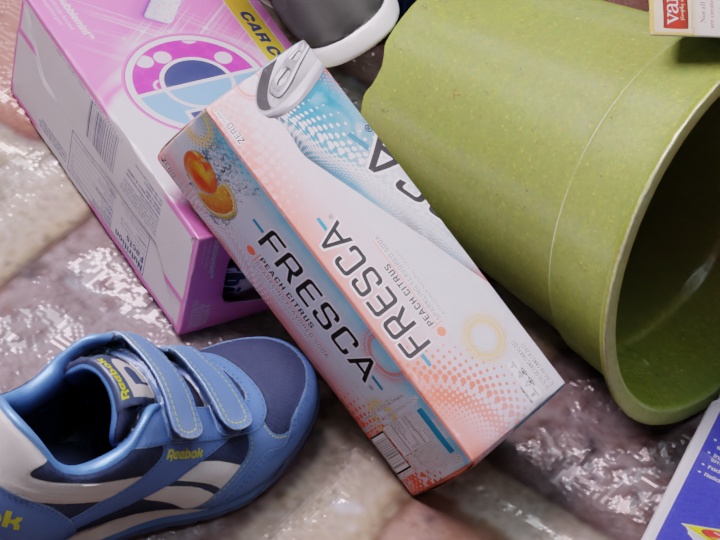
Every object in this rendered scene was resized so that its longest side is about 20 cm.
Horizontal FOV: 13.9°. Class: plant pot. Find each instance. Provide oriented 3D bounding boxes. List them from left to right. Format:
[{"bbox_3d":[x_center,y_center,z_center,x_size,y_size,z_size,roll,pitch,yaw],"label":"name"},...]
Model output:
[{"bbox_3d":[0.108,-0.056,1.424,0.190,0.200,0.200,29,43,33],"label":"plant pot"}]

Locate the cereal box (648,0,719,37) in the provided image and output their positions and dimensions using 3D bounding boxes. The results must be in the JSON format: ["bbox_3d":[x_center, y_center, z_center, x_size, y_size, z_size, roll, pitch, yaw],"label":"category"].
[{"bbox_3d":[0.243,-0.135,1.339,0.200,0.040,0.144,4,19,19],"label":"cereal box"}]

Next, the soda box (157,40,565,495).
[{"bbox_3d":[0.000,0.000,1.337,0.068,0.064,0.200,-38,92,-32],"label":"soda box"}]

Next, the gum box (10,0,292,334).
[{"bbox_3d":[-0.076,-0.062,1.442,0.113,0.066,0.200,-15,50,-28],"label":"gum box"}]

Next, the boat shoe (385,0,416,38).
[{"bbox_3d":[0.056,-0.193,1.616,0.200,0.072,0.072,-22,52,-34],"label":"boat shoe"}]

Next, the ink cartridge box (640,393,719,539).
[{"bbox_3d":[0.231,0.135,1.334,0.197,0.047,0.200,24,28,10],"label":"ink cartridge box"}]

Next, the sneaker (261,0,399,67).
[{"bbox_3d":[-0.037,-0.180,1.492,0.071,0.099,0.200,-31,25,2],"label":"sneaker"}]

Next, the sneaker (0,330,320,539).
[{"bbox_3d":[-0.092,0.066,1.291,0.200,0.082,0.074,-23,53,-39],"label":"sneaker"}]
